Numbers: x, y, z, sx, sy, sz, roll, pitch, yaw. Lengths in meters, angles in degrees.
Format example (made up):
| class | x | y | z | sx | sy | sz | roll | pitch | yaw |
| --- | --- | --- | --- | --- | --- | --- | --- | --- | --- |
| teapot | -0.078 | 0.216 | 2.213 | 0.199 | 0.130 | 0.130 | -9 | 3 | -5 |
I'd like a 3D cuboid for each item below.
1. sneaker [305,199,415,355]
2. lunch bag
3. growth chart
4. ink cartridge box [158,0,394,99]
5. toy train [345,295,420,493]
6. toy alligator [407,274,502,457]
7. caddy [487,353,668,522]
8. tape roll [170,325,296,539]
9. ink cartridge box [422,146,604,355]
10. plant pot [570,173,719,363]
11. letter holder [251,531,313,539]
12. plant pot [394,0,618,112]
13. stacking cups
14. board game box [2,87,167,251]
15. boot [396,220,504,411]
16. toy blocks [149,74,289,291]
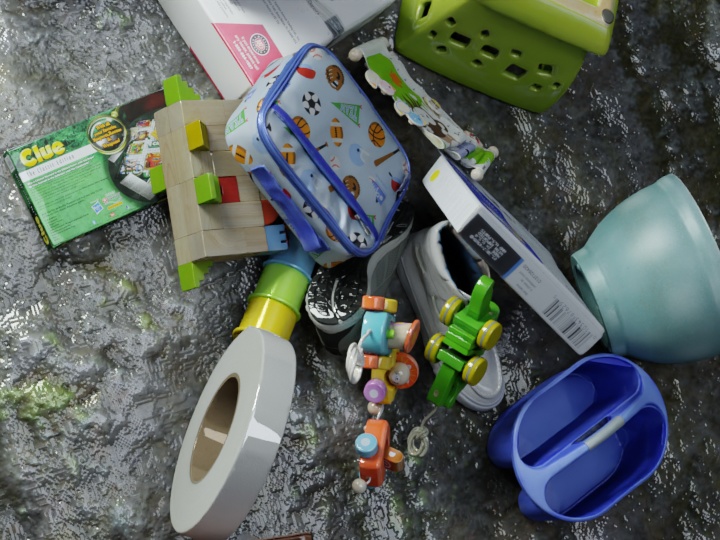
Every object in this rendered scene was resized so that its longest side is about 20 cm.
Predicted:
| class | x | y | z | sx | sy | sz | roll | pitch | yaw |
| --- | --- | --- | --- | --- | --- | --- | --- | --- | --- |
| sneaker | 0.000 | 0.000 | 1.708 | 0.073 | 0.080 | 0.201 | 15 | 51 | 18 |
| lunch bag | -0.036 | -0.106 | 1.634 | 0.200 | 0.075 | 0.161 | 51 | 45 | -23 |
| growth chart | 0.067 | -0.170 | 1.756 | 0.200 | 0.018 | 0.145 | 44 | 20 | -8 |
| ink cartridge box | -0.086 | -0.283 | 1.723 | 0.199 | 0.084 | 0.145 | -35 | 93 | -26 |
| toy train | 0.026 | 0.119 | 1.634 | 0.055 | 0.201 | 0.151 | 5 | 47 | 9 |
| toy alligator | 0.098 | 0.094 | 1.677 | 0.059 | 0.202 | 0.054 | 30 | 20 | 25 |
| caddy | 0.230 | 0.175 | 1.741 | 0.199 | 0.105 | 0.142 | -33 | 93 | -27 |
| tape roll | -0.118 | 0.150 | 1.539 | 0.037 | 0.203 | 0.205 | 22 | 69 | -17 |
| ink cartridge box | 0.148 | -0.026 | 1.711 | 0.047 | 0.200 | 0.197 | -45 | 113 | 7 |
| plant pot | 0.305 | 0.015 | 1.783 | 0.133 | 0.200 | 0.202 | -21 | 86 | 1 |
| letter holder | -0.136 | 0.299 | 1.494 | 0.141 | 0.200 | 0.102 | -3 | 78 | -24 |
| plant pot | 0.175 | -0.313 | 1.794 | 0.198 | 0.181 | 0.201 | 21 | 69 | -19 |
| stacking cups | -0.070 | -0.012 | 1.686 | 0.060 | 0.060 | 0.202 | 26 | 63 | -16 |
| board game box | -0.240 | -0.105 | 1.645 | 0.199 | 0.023 | 0.106 | -25 | 91 | -28 |
| boot | 0.105 | 0.047 | 1.722 | 0.073 | 0.095 | 0.201 | -27 | 90 | -27 |
| toy blocks | -0.122 | -0.088 | 1.643 | 0.136 | 0.099 | 0.202 | -5 | 83 | -40 |
